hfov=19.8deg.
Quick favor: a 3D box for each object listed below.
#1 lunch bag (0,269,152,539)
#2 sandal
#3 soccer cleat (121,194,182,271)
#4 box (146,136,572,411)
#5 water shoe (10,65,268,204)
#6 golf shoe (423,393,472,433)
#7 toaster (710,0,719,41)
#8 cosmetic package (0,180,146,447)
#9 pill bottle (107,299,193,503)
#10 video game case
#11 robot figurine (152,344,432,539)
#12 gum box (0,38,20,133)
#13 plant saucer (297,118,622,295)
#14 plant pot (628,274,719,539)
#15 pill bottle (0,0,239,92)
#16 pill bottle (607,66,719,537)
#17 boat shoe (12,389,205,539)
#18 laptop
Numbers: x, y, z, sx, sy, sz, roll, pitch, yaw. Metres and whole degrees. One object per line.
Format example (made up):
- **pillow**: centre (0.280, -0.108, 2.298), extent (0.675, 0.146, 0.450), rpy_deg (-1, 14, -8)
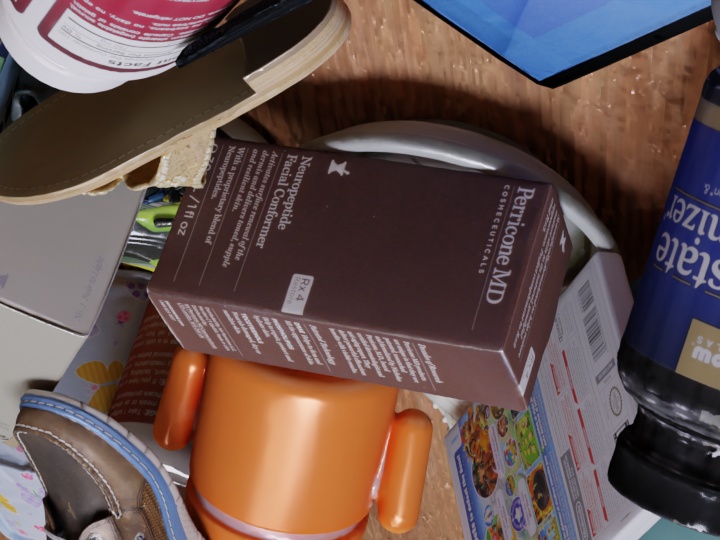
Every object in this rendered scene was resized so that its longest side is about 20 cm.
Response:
- **lunch bag**: centre (-0.192, 0.108, 1.473), extent (0.126, 0.171, 0.200), rpy_deg (10, 152, 9)
- **sandal**: centre (-0.088, -0.070, 1.049), extent (0.211, 0.078, 0.070), rpy_deg (-27, 135, 15)
- **soccer cleat**: centre (-0.132, -0.032, 1.280), extent (0.199, 0.084, 0.065), rpy_deg (9, 119, -15)
- **box**: centre (0.000, 0.000, 1.069), extent (0.199, 0.101, 0.075), rpy_deg (9, 154, 19)
- **water shoe**: centre (-0.121, -0.066, 1.160), extent (0.071, 0.079, 0.200), rpy_deg (-6, 146, 43)
- **golf shoe**: centre (0.058, 0.064, 1.250), extent (0.199, 0.075, 0.092), rpy_deg (28, 125, 27)
- **toaster**: centre (0.242, -0.102, 0.790), extent (0.199, 0.114, 0.129), rpy_deg (33, 150, -27)
- **cosmetic package**: centre (-0.188, 0.015, 1.153), extent (0.073, 0.104, 0.200), rpy_deg (24, 154, -11)
- **pill bottle**: centre (-0.105, 0.092, 1.336), extent (0.111, 0.201, 0.112), rpy_deg (15, 156, 7)
- **video game case**: centre (0.105, 0.104, 1.117), extent (0.018, 0.144, 0.200), rpy_deg (4, 145, -24)
- **robot figurine**: centre (-0.039, 0.098, 1.213), extent (0.143, 0.201, 0.117), rpy_deg (2, -153, -21)
- **gum box**: centre (-0.230, -0.061, 1.135), extent (0.044, 0.171, 0.200), rpy_deg (20, 156, -4)
- **plant saucer**: centre (0.052, -0.035, 1.140), extent (0.199, 0.051, 0.200), rpy_deg (14, 156, 7)
- **plant pot**: centre (0.216, 0.113, 1.111), extent (0.199, 0.162, 0.201), rpy_deg (-4, 133, -4)
- **pill bottle**: centre (-0.099, -0.154, 0.918), extent (0.112, 0.114, 0.200), rpy_deg (25, 155, -16)
- **pill bottle**: centre (0.184, 0.016, 0.949), extent (0.111, 0.201, 0.112), rpy_deg (16, -169, -3)
- **boat shoe**: centre (-0.139, 0.148, 1.156), extent (0.072, 0.073, 0.200), rpy_deg (5, 141, 39)
- **laptop**: centre (0.054, -0.111, 0.908), extent (0.177, 0.200, 0.104), rpy_deg (-21, 99, 53)
